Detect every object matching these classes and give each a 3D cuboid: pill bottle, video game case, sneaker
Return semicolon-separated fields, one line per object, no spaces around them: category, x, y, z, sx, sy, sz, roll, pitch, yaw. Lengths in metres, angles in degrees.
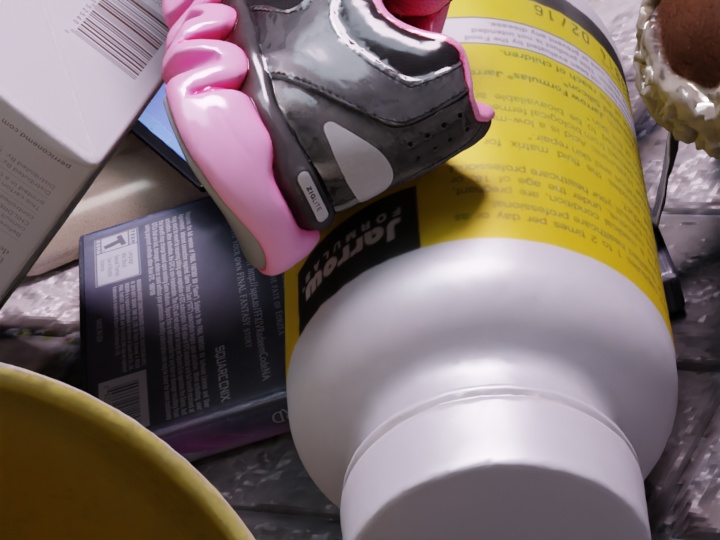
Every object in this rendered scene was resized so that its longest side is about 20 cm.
pill bottle;0.033;0.010;0.735;0.110;0.112;0.201;-14;42;9
video game case;0.000;0.000;0.873;0.198;0.019;0.143;-16;31;3
sneaker;-0.012;-0.089;0.729;0.095;0.079;0.201;-25;48;10

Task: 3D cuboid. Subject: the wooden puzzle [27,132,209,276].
wooden puzzle;-0.084;-0.089;1.034;0.184;0.047;0.200;-23;31;-6

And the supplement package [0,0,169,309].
supplement package;-0.148;-0.038;0.828;0.200;0.109;0.114;-48;8;42

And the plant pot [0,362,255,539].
plant pot;-0.125;0.126;0.604;0.199;0.201;0.142;-35;8;-25

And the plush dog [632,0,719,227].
plush dog;0.190;-0.071;0.795;0.171;0.161;0.201;15;56;18

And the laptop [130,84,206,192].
laptop;-0.006;-0.117;0.909;0.177;0.104;0.200;-32;-11;-19
